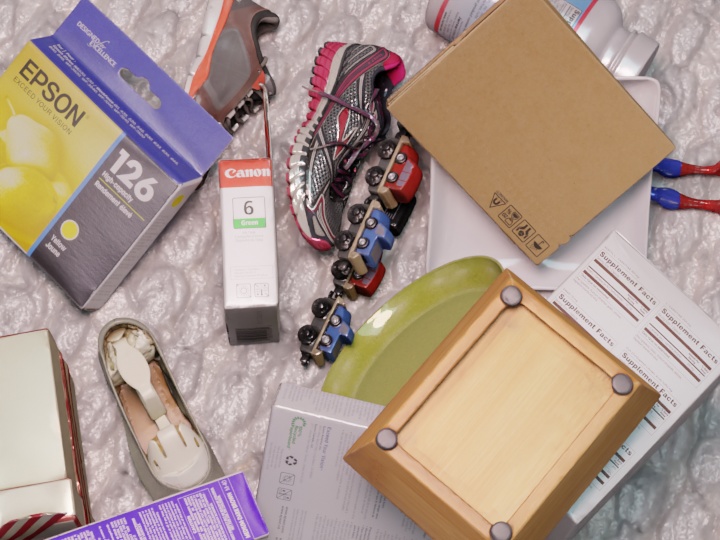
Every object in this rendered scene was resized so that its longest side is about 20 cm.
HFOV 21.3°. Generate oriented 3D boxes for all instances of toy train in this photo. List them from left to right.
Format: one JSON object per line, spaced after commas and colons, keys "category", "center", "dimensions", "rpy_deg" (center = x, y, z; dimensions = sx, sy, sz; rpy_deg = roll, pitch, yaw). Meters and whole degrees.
{"category": "toy train", "center": [0.000, 0.000, 1.704], "dimensions": [0.045, 0.034, 0.201], "rpy_deg": [22, 72, 15]}
{"category": "toy train", "center": [0.032, -0.082, 1.687], "dimensions": [0.045, 0.034, 0.201], "rpy_deg": [16, 68, 24]}

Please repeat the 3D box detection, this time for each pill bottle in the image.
{"category": "pill bottle", "center": [0.166, -0.221, 1.744], "dimensions": [0.199, 0.109, 0.109], "rpy_deg": [32, 74, 8]}

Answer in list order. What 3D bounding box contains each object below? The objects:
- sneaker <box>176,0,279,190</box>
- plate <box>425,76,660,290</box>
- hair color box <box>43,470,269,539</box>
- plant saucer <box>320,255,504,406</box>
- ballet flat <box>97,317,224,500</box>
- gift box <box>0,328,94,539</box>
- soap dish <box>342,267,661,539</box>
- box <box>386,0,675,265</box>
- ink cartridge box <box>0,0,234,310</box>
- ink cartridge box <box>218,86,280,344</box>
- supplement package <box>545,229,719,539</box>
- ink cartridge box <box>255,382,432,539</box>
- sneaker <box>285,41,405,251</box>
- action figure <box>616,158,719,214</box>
{"category": "sneaker", "center": [-0.118, -0.161, 1.737], "dimensions": [0.081, 0.077, 0.202], "rpy_deg": [14, 73, -5]}
{"category": "plate", "center": [0.158, -0.079, 1.689], "dimensions": [0.198, 0.032, 0.202], "rpy_deg": [1, 113, -1]}
{"category": "hair color box", "center": [-0.179, 0.236, 1.524], "dimensions": [0.198, 0.110, 0.065], "rpy_deg": [-16, 66, -21]}
{"category": "plant saucer", "center": [0.051, 0.069, 1.621], "dimensions": [0.200, 0.200, 0.031], "rpy_deg": [-46, 111, -14]}
{"category": "ballet flat", "center": [-0.174, 0.131, 1.643], "dimensions": [0.067, 0.064, 0.201], "rpy_deg": [-26, 75, -9]}
{"category": "gift box", "center": [-0.295, 0.166, 1.567], "dimensions": [0.198, 0.185, 0.189], "rpy_deg": [-10, 70, 1]}
{"category": "soap dish", "center": [0.108, 0.115, 1.448], "dimensions": [0.157, 0.081, 0.200], "rpy_deg": [39, 78, 11]}
{"category": "box", "center": [0.146, -0.124, 1.640], "dimensions": [0.163, 0.021, 0.200], "rpy_deg": [-40, 107, 16]}
{"category": "ink cartridge box", "center": [-0.245, -0.104, 1.689], "dimensions": [0.197, 0.047, 0.200], "rpy_deg": [43, 104, 13]}
{"category": "ink cartridge box", "center": [-0.099, -0.047, 1.679], "dimensions": [0.050, 0.109, 0.202], "rpy_deg": [-3, 72, -3]}
{"category": "supplement package", "center": [0.183, 0.108, 1.594], "dimensions": [0.147, 0.191, 0.200], "rpy_deg": [44, 76, 11]}
{"category": "ink cartridge box", "center": [0.012, 0.199, 1.569], "dimensions": [0.198, 0.201, 0.041], "rpy_deg": [15, 34, 4]}
{"category": "sneaker", "center": [-0.015, -0.114, 1.710], "dimensions": [0.074, 0.081, 0.202], "rpy_deg": [5, 71, 20]}
{"category": "action figure", "center": [0.233, -0.088, 1.737], "dimensions": [0.198, 0.052, 0.066], "rpy_deg": [4, 77, 2]}
